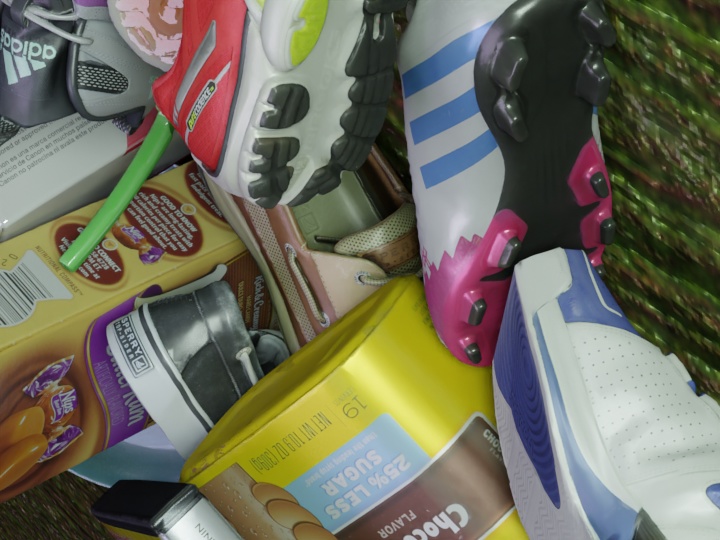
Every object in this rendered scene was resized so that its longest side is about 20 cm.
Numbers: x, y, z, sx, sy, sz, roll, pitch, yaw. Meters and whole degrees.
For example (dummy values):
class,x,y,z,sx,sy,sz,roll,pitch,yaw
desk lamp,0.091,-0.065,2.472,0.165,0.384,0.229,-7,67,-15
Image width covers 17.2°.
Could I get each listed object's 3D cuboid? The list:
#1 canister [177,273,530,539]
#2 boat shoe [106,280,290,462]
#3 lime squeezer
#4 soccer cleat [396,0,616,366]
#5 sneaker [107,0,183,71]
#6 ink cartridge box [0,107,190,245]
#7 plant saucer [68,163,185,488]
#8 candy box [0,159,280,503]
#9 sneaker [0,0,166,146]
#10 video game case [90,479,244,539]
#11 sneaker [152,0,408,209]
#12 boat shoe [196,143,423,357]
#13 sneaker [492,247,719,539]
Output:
class,x,y,z,sx,sy,sz,roll,pitch,yaw
canister,0.039,0.113,0.950,0.200,0.087,0.148,46,133,-6
boat shoe,-0.050,0.057,1.064,0.074,0.068,0.200,63,-178,33
lime squeezer,-0.088,-0.097,1.018,0.038,0.070,0.201,129,144,-69
soccer cleat,0.048,-0.051,0.842,0.086,0.070,0.201,56,157,34
sneaker,-0.029,-0.159,0.841,0.071,0.080,0.200,37,135,2
ink cartridge box,-0.163,-0.122,1.073,0.200,0.144,0.084,54,159,6
plant saucer,-0.119,0.022,1.218,0.199,0.027,0.201,9,117,19
candy box,-0.113,0.024,1.069,0.056,0.200,0.117,44,142,24
sneaker,-0.119,-0.110,0.910,0.078,0.140,0.200,32,177,36
video game case,-0.034,0.161,0.988,0.181,0.025,0.200,49,168,-6
sneaker,-0.025,-0.119,0.762,0.085,0.077,0.201,36,119,32
boat shoe,0.000,0.000,0.994,0.200,0.076,0.074,55,155,2
sneaker,0.125,0.084,0.818,0.081,0.115,0.200,101,152,-56
